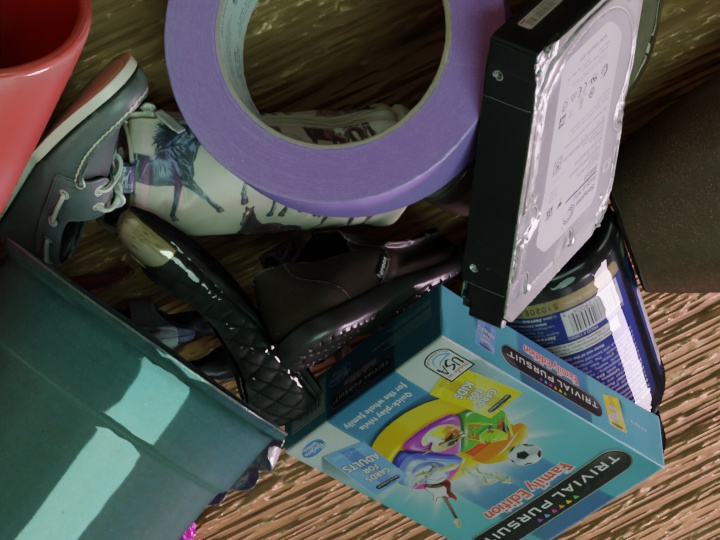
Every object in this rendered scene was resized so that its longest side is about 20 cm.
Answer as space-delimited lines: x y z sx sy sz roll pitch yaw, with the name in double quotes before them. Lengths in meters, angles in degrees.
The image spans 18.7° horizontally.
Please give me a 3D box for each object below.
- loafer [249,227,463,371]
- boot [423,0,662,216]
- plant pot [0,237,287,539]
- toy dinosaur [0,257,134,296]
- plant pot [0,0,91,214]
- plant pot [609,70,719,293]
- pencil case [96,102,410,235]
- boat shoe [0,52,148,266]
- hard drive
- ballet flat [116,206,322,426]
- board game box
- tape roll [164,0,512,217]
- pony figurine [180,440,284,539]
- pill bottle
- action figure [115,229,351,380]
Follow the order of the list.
"loafer" 0.000 0.000 1.381 0.073 0.200 0.071 -38 83 29
"boot" 0.107 -0.121 1.368 0.146 0.070 0.200 -7 125 -54
"plant pot" -0.179 0.117 1.271 0.200 0.200 0.196 37 87 -33
"toy dinosaur" -0.274 0.003 1.360 0.200 0.105 0.182 -50 119 -29
"plant pot" -0.264 -0.096 1.224 0.200 0.201 0.178 4 129 -22
"plant pot" 0.267 -0.062 1.451 0.200 0.187 0.187 -19 124 6
"pencil case" -0.065 -0.066 1.371 0.199 0.078 0.090 -3 134 -19
"boat shoe" -0.161 -0.061 1.290 0.062 0.073 0.200 41 142 -7
"hard drive" 0.114 -0.080 1.299 0.140 0.038 0.200 -43 149 -43
"ballet flat" -0.090 0.034 1.345 0.057 0.066 0.200 -38 127 1
"board game box" 0.074 0.107 1.429 0.200 0.047 0.151 31 129 -29
"tape roll" -0.011 -0.134 1.286 0.200 0.066 0.201 -1 84 9
"pony figurine" -0.143 0.179 1.436 0.200 0.193 0.167 18 73 -29
"pill bottle" 0.145 0.052 1.497 0.112 0.112 0.200 -25 124 -5
"action figure" -0.073 0.045 1.440 0.200 0.069 0.130 -16 116 -15
